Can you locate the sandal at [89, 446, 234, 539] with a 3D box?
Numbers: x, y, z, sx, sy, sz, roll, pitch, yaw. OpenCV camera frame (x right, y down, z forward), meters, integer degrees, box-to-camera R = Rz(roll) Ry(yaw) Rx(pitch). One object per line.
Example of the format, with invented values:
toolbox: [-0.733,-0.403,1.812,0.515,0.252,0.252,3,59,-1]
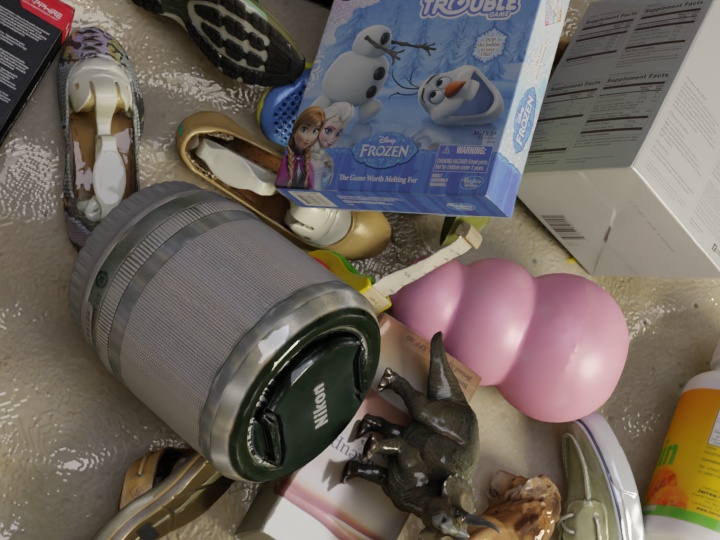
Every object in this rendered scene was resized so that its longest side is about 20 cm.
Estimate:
sandal: [-0.163,0.173,1.023,0.200,0.080,0.054,-38,68,-19]

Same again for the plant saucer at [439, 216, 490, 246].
plant saucer: [0.112,-0.110,1.109,0.031,0.200,0.201,19,70,0]

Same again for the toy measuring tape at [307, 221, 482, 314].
toy measuring tape: [0.000,0.000,1.087,0.200,0.074,0.074,-31,86,14]

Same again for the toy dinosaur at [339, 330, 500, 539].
toy dinosaur: [0.049,0.133,1.007,0.102,0.077,0.200,26,37,-7]

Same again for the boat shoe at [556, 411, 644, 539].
boat shoe: [0.197,0.218,1.122,0.062,0.072,0.201,-10,80,-15]

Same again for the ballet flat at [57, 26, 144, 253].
ballet flat: [-0.204,-0.110,1.080,0.072,0.072,0.201,-1,76,-18]

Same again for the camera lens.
camera lens: [-0.097,0.044,0.987,0.200,0.160,0.160,36,64,30]

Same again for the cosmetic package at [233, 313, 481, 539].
cosmetic package: [-0.001,0.147,1.066,0.103,0.087,0.200,32,69,-8]

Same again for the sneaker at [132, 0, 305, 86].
sneaker: [-0.111,-0.232,1.123,0.200,0.077,0.089,40,50,15]

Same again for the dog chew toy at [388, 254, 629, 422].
dog chew toy: [0.117,0.047,1.119,0.199,0.125,0.125,20,70,-3]

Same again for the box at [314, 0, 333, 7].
box: [-0.016,-0.324,1.125,0.148,0.200,0.125,19,69,-12]

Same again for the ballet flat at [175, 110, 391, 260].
ballet flat: [-0.066,-0.061,1.110,0.200,0.063,0.069,28,103,-5]

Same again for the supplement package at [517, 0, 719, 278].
supplement package: [0.253,-0.117,1.161,0.152,0.150,0.200,43,65,-31]

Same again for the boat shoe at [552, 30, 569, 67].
boat shoe: [0.084,-0.205,1.202,0.199,0.074,0.069,-8,65,-19]

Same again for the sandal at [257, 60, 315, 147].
sandal: [0.013,-0.127,1.135,0.199,0.080,0.087,-2,34,-16]

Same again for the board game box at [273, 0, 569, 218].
board game box: [0.047,-0.142,1.031,0.043,0.200,0.200,36,66,-48]

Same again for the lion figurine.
lion figurine: [0.095,0.214,1.045,0.122,0.200,0.073,-38,83,11]

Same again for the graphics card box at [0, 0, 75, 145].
graphics card box: [-0.327,-0.149,1.060,0.125,0.051,0.200,28,68,-9]

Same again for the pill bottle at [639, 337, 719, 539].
pill bottle: [0.317,0.156,1.154,0.111,0.111,0.200,29,69,-9]
